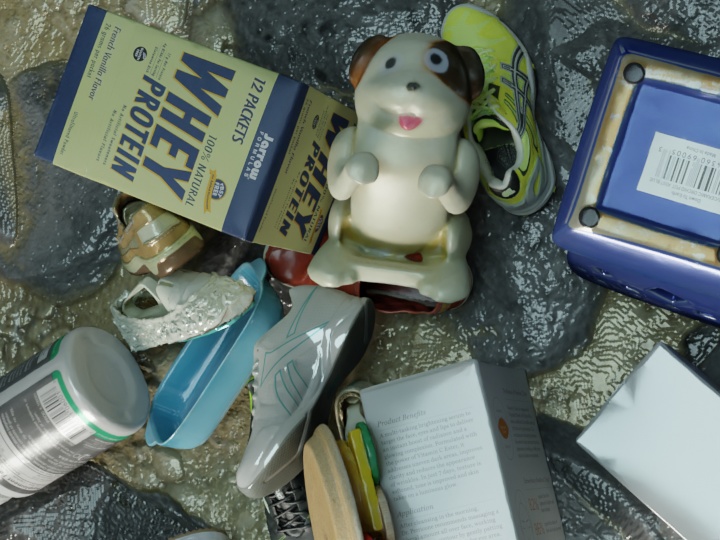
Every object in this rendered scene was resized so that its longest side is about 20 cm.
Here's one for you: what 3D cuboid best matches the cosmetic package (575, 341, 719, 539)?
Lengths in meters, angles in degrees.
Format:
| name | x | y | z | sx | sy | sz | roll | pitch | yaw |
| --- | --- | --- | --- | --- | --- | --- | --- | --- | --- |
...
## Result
| name | x | y | z | sx | sy | sz | roll | pitch | yaw |
| --- | --- | --- | --- | --- | --- | --- | --- | --- | --- |
| cosmetic package | 0.287 | 0.163 | 1.242 | 0.200 | 0.081 | 0.113 | 44 | 100 | 21 |

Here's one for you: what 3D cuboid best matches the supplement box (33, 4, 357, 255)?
| name | x | y | z | sx | sy | sz | roll | pitch | yaw |
| --- | --- | --- | --- | --- | --- | --- | --- | --- | --- |
| supplement box | -0.129 | -0.114 | 1.301 | 0.199 | 0.200 | 0.135 | 22 | 93 | 16 |

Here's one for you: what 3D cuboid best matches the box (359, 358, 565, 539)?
| name | x | y | z | sx | sy | sz | roll | pitch | yaw |
| --- | --- | --- | --- | --- | --- | --- | --- | --- | --- |
| box | 0.092 | 0.186 | 1.275 | 0.106 | 0.152 | 0.201 | -17 | 78 | 19 |

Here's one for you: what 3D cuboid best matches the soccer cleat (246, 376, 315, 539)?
| name | x | y | z | sx | sy | sz | roll | pitch | yaw |
| --- | --- | --- | --- | --- | --- | --- | --- | --- | --- |
| soccer cleat | -0.069 | 0.188 | 1.374 | 0.067 | 0.081 | 0.201 | -15 | 79 | 19 |

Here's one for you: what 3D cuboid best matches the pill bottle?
| name | x | y | z | sx | sy | sz | roll | pitch | yaw |
| --- | --- | --- | --- | --- | --- | --- | --- | --- | --- |
| pill bottle | -0.307 | 0.145 | 1.448 | 0.200 | 0.113 | 0.113 | -31 | 74 | 23 |

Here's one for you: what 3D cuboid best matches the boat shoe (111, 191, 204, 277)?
| name | x | y | z | sx | sy | sz | roll | pitch | yaw |
| --- | --- | --- | --- | --- | --- | --- | --- | --- | --- |
| boat shoe | -0.194 | -0.043 | 1.394 | 0.072 | 0.200 | 0.076 | -41 | 103 | -15 |

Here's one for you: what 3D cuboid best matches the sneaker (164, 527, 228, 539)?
| name | x | y | z | sx | sy | sz | roll | pitch | yaw |
| --- | --- | --- | --- | --- | --- | --- | --- | --- | --- |
| sneaker | -0.202 | 0.322 | 1.402 | 0.200 | 0.070 | 0.109 | -26 | 56 | 14 |

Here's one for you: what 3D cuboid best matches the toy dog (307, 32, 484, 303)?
| name | x | y | z | sx | sy | sz | roll | pitch | yaw |
| --- | --- | --- | --- | --- | --- | --- | --- | --- | --- |
| toy dog | 0.047 | -0.099 | 1.285 | 0.139 | 0.194 | 0.201 | 13 | 123 | 14 |

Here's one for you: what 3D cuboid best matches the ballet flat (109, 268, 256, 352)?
| name | x | y | z | sx | sy | sz | roll | pitch | yaw |
| --- | --- | --- | --- | --- | --- | --- | --- | --- | --- |
| ballet flat | -0.173 | 0.032 | 1.391 | 0.200 | 0.072 | 0.072 | -19 | 75 | 52 |

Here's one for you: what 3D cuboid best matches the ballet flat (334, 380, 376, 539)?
| name | x | y | z | sx | sy | sz | roll | pitch | yaw |
| --- | --- | --- | --- | --- | --- | --- | --- | --- | --- |
| ballet flat | 0.015 | 0.195 | 1.351 | 0.067 | 0.062 | 0.201 | -21 | 77 | 15 |

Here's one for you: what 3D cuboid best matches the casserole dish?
| name | x | y | z | sx | sy | sz | roll | pitch | yaw |
| --- | --- | --- | --- | --- | --- | --- | --- | --- | --- |
| casserole dish | -0.130 | 0.082 | 1.403 | 0.039 | 0.121 | 0.200 | 30 | 97 | -22 |

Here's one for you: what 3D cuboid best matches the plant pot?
| name | x | y | z | sx | sy | sz | roll | pitch | yaw |
| --- | --- | --- | --- | --- | --- | --- | --- | --- | --- |
| plant pot | 0.271 | -0.069 | 1.213 | 0.199 | 0.180 | 0.201 | 19 | 90 | 22 |

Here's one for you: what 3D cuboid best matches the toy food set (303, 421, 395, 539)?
| name | x | y | z | sx | sy | sz | roll | pitch | yaw |
| --- | --- | --- | --- | --- | --- | --- | --- | --- | --- |
| toy food set | -0.005 | 0.223 | 1.260 | 0.048 | 0.198 | 0.201 | -10 | 76 | -9 |

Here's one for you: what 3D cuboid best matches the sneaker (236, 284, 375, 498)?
| name | x | y | z | sx | sy | sz | roll | pitch | yaw |
| --- | --- | --- | --- | --- | --- | --- | --- | --- | --- |
| sneaker | -0.062 | 0.103 | 1.328 | 0.080 | 0.070 | 0.201 | 21 | 72 | 21 |

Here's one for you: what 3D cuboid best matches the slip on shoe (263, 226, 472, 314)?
| name | x | y | z | sx | sy | sz | roll | pitch | yaw |
| --- | --- | --- | --- | --- | --- | --- | --- | --- | --- |
| slip on shoe | 0.000 | 0.000 | 1.373 | 0.199 | 0.061 | 0.074 | 12 | 110 | 21 |

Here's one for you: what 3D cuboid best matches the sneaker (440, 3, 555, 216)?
| name | x | y | z | sx | sy | sz | roll | pitch | yaw |
| --- | --- | --- | --- | --- | --- | --- | --- | --- | --- |
| sneaker | 0.119 | -0.148 | 1.344 | 0.075 | 0.076 | 0.201 | -24 | 75 | 18 |
